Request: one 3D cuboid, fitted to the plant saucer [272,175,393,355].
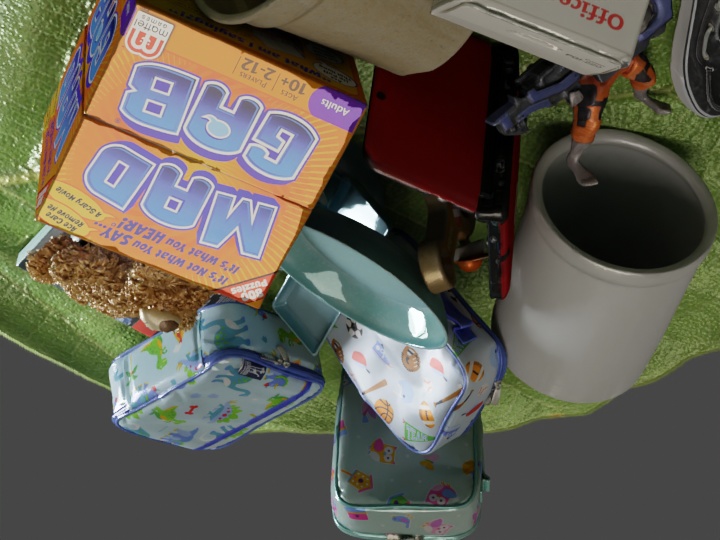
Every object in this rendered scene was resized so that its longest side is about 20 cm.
[{"bbox_3d":[-0.025,-0.004,1.795,0.070,0.019,0.200,49,138,17],"label":"plant saucer"}]

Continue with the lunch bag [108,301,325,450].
[{"bbox_3d":[-0.144,0.111,1.933,0.199,0.083,0.160,-29,146,32],"label":"lunch bag"}]

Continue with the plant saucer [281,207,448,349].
[{"bbox_3d":[0.000,0.000,1.685,0.199,0.036,0.200,30,163,10],"label":"plant saucer"}]

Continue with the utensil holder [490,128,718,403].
[{"bbox_3d":[0.216,0.000,1.731,0.169,0.171,0.201,9,140,-4],"label":"utensil holder"}]

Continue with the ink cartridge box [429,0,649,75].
[{"bbox_3d":[0.154,-0.264,1.421,0.145,0.201,0.085,19,174,-15],"label":"ink cartridge box"}]

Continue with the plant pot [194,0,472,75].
[{"bbox_3d":[-0.003,-0.248,1.483,0.183,0.202,0.200,26,135,-37],"label":"plant pot"}]

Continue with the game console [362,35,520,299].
[{"bbox_3d":[0.073,-0.101,1.608,0.118,0.201,0.173,2,139,7],"label":"game console"}]

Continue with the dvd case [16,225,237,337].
[{"bbox_3d":[-0.220,-0.002,1.879,0.199,0.022,0.146,29,133,-24],"label":"dvd case"}]

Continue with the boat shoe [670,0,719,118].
[{"bbox_3d":[0.306,-0.197,1.563,0.071,0.068,0.201,-24,138,-21],"label":"boat shoe"}]

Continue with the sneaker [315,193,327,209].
[{"bbox_3d":[-0.122,-0.036,1.757,0.199,0.078,0.080,-17,142,22],"label":"sneaker"}]

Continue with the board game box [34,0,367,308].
[{"bbox_3d":[-0.135,-0.130,1.556,0.199,0.200,0.201,22,113,-18],"label":"board game box"}]

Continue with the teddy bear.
[{"bbox_3d":[-0.207,0.016,1.641,0.199,0.067,0.145,12,158,28],"label":"teddy bear"}]

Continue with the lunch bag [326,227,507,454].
[{"bbox_3d":[0.052,0.067,1.810,0.075,0.200,0.161,-23,152,-38],"label":"lunch bag"}]

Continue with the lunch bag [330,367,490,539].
[{"bbox_3d":[0.051,0.184,1.920,0.159,0.201,0.077,3,140,0],"label":"lunch bag"}]

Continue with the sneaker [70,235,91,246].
[{"bbox_3d":[-0.202,-0.080,1.711,0.073,0.119,0.201,22,125,-17],"label":"sneaker"}]

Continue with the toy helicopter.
[{"bbox_3d":[0.076,-0.037,1.676,0.078,0.200,0.133,-14,120,17],"label":"toy helicopter"}]

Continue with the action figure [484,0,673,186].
[{"bbox_3d":[0.173,-0.168,1.589,0.199,0.105,0.194,-33,129,-14],"label":"action figure"}]

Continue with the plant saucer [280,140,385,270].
[{"bbox_3d":[-0.076,-0.064,1.792,0.198,0.028,0.201,2,137,2],"label":"plant saucer"}]
